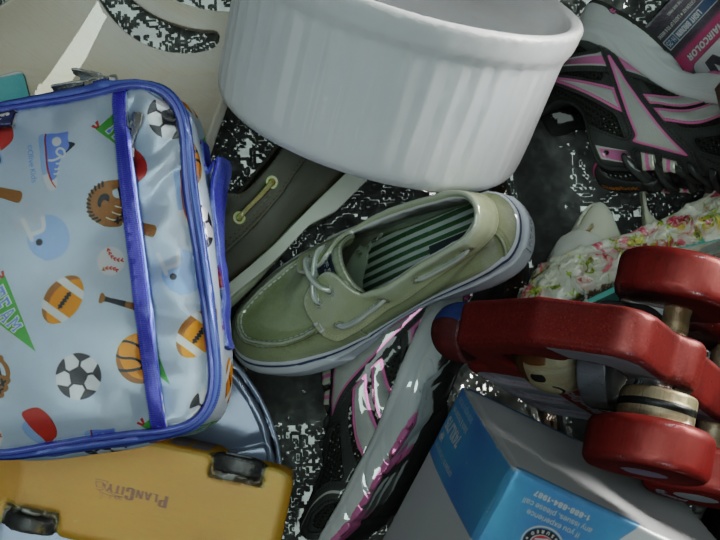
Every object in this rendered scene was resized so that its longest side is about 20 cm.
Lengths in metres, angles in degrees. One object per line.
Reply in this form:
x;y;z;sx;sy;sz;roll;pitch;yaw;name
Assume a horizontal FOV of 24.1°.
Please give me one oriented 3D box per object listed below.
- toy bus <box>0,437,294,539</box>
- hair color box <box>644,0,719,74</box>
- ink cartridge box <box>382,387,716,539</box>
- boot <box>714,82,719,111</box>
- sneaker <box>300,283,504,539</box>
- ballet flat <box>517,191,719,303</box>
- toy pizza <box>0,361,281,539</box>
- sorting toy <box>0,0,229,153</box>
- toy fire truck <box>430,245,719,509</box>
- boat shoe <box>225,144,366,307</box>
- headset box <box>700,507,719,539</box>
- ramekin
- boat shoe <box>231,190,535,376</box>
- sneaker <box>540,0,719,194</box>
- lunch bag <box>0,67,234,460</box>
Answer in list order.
-0.139;0.121;0.957;0.199;0.078;0.065;12;88;-1;toy bus
0.275;-0.115;0.988;0.200;0.100;0.061;42;47;2;hair color box
0.085;0.200;0.936;0.146;0.146;0.201;26;98;-12;ink cartridge box
0.229;-0.146;0.897;0.186;0.064;0.200;39;70;2;boot
0.009;0.066;1.007;0.086;0.080;0.201;26;88;22;sneaker
0.170;-0.018;1.011;0.199;0.076;0.064;-21;78;-9;ballet flat
-0.147;0.126;1.018;0.199;0.032;0.201;0;89;-1;toy pizza
-0.158;-0.103;1.006;0.199;0.107;0.180;30;77;10;sorting toy
0.130;0.055;0.911;0.167;0.200;0.113;4;76;33;toy fire truck
-0.071;-0.024;0.989;0.060;0.072;0.202;48;67;-4;boat shoe
0.267;0.129;0.948;0.092;0.174;0.201;26;90;1;headset box
0.016;-0.122;0.949;0.200;0.201;0.098;18;111;1;ramekin
0.000;0.000;0.939;0.199;0.062;0.072;-26;60;26;boat shoe
0.180;-0.072;0.976;0.086;0.080;0.200;-49;49;-2;sneaker
-0.144;-0.004;0.889;0.159;0.076;0.201;-8;85;6;lunch bag
